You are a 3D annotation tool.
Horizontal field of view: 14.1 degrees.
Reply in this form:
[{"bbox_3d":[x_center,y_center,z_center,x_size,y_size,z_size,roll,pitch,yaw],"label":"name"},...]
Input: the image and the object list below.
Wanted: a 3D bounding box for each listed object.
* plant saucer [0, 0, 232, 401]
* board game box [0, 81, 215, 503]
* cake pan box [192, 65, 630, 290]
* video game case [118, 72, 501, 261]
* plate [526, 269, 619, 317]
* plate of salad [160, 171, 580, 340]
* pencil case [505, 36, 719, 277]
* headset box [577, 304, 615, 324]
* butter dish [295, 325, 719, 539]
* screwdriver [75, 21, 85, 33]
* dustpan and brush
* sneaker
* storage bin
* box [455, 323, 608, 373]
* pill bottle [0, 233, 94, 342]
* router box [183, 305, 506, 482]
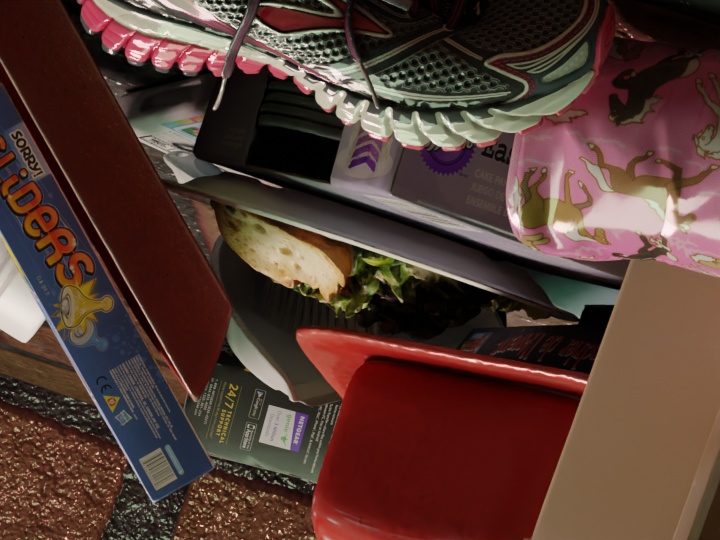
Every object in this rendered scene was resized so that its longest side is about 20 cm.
[{"bbox_3d":[-0.118,-0.053,1.258,0.200,0.037,0.200,62,174,-13],"label":"plant saucer"},{"bbox_3d":[-0.138,0.000,1.340,0.200,0.034,0.135,62,174,-15],"label":"board game box"},{"bbox_3d":[0.048,-0.036,1.244,0.200,0.052,0.184,18,177,-28],"label":"cake pan box"},{"bbox_3d":[-0.009,-0.049,1.473,0.200,0.024,0.182,24,170,-21],"label":"video game case"},{"bbox_3d":[0.181,0.022,1.487,0.200,0.026,0.200,19,171,3],"label":"plate"},{"bbox_3d":[0.000,0.000,1.293,0.200,0.048,0.200,17,179,0],"label":"plate of salad"},{"bbox_3d":[0.151,-0.030,1.035,0.200,0.087,0.083,13,164,23],"label":"pencil case"},{"bbox_3d":[0.224,0.095,1.464,0.200,0.093,0.174,24,169,-32],"label":"headset box"},{"bbox_3d":[0.059,0.133,1.259,0.199,0.148,0.200,8,149,42],"label":"butter dish"},{"bbox_3d":[-0.158,-0.106,1.417,0.029,0.028,0.200,-8,180,-13],"label":"screwdriver"},{"bbox_3d":[-0.037,-0.006,1.438,0.139,0.057,0.200,-14,-152,-38],"label":"dustpan and brush"},{"bbox_3d":[-0.009,-0.100,1.024,0.200,0.081,0.075,11,143,8],"label":"sneaker"},{"bbox_3d":[0.187,0.061,1.161,0.198,0.200,0.094,26,170,-37],"label":"storage bin"},{"bbox_3d":[0.135,0.084,1.321,0.137,0.038,0.200,50,155,-20],"label":"box"},{"bbox_3d":[-0.225,-0.056,1.446,0.200,0.120,0.120,35,169,-7],"label":"pill bottle"},{"bbox_3d":[-0.005,0.047,1.495,0.157,0.052,0.200,15,-159,-4],"label":"router box"}]
